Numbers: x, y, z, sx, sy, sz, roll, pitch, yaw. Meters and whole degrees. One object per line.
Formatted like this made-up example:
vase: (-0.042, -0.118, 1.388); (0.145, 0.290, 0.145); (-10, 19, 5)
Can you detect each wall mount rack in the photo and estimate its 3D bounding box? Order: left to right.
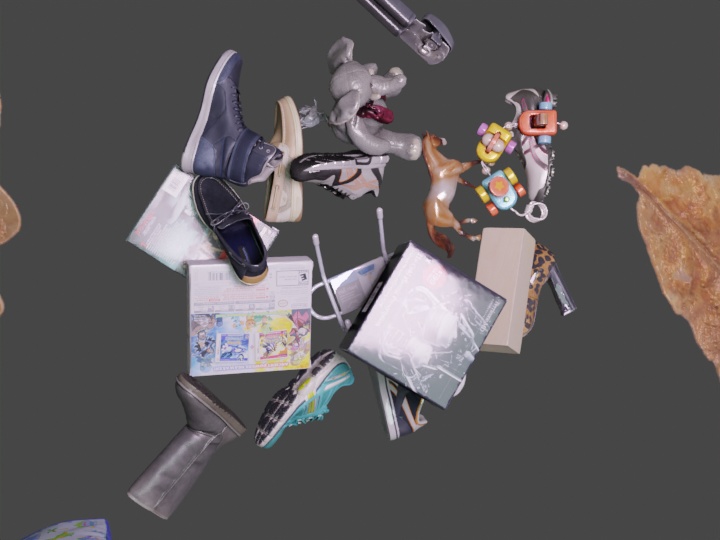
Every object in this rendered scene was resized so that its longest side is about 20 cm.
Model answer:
wall mount rack: (0.000, 0.000, 1.646); (0.199, 0.075, 0.174); (-23, 98, -14)

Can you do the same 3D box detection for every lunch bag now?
lunch bag: (-0.461, 0.454, 1.502); (0.200, 0.170, 0.128); (-33, 102, -13)

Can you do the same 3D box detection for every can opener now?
can opener: (0.071, -0.422, 1.655); (0.200, 0.053, 0.067); (40, 51, -14)

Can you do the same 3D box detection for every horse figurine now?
horse figurine: (0.151, -0.124, 1.692); (0.132, 0.050, 0.201); (12, 88, -23)

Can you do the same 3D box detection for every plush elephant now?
plush elephant: (0.005, -0.272, 1.568); (0.199, 0.155, 0.165); (-2, 71, -11)

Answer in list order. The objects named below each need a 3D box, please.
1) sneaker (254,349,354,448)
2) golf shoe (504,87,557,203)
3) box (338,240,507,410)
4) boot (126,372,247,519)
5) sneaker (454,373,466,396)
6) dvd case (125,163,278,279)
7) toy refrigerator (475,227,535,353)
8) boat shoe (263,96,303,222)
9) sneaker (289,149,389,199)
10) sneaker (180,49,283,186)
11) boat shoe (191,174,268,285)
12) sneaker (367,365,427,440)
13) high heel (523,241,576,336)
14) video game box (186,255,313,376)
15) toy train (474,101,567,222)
sneaker: (-0.090, 0.221, 1.640); (0.200, 0.077, 0.080); (-44, 112, -8)
golf shoe: (0.289, -0.212, 1.720); (0.088, 0.077, 0.201); (1, 88, 0)
box: (0.097, 0.085, 1.576); (0.182, 0.104, 0.200); (31, 84, -6)
boot: (-0.292, 0.277, 1.572); (0.200, 0.073, 0.182); (-41, 127, -4)
sneaker: (0.136, 0.105, 1.668); (0.080, 0.070, 0.201); (16, 71, -35)
dvd case: (-0.250, -0.055, 1.600); (0.200, 0.022, 0.146); (33, 85, -17)
toy refrigerator: (0.237, 0.034, 1.681); (0.070, 0.076, 0.201); (32, 64, -57)
boat shoe: (-0.130, -0.176, 1.600); (0.065, 0.072, 0.201); (-3, 100, -15)
sneaker: (-0.030, -0.147, 1.596); (0.200, 0.074, 0.080); (-8, 112, -44)
sneaker: (-0.178, -0.229, 1.551); (0.146, 0.077, 0.203); (17, 87, 9)
boat shoe: (-0.197, -0.072, 1.545); (0.074, 0.062, 0.200); (-22, 73, -23)
sneaker: (0.059, 0.180, 1.675); (0.079, 0.078, 0.201); (-16, 109, -9)
high heel: (0.259, 0.044, 1.734); (0.199, 0.071, 0.143); (-26, 89, -9)
video game box: (-0.177, 0.072, 1.600); (0.199, 0.047, 0.183); (-2, 103, -17)
toy train: (0.263, -0.184, 1.658); (0.150, 0.056, 0.201); (6, 88, 6)
